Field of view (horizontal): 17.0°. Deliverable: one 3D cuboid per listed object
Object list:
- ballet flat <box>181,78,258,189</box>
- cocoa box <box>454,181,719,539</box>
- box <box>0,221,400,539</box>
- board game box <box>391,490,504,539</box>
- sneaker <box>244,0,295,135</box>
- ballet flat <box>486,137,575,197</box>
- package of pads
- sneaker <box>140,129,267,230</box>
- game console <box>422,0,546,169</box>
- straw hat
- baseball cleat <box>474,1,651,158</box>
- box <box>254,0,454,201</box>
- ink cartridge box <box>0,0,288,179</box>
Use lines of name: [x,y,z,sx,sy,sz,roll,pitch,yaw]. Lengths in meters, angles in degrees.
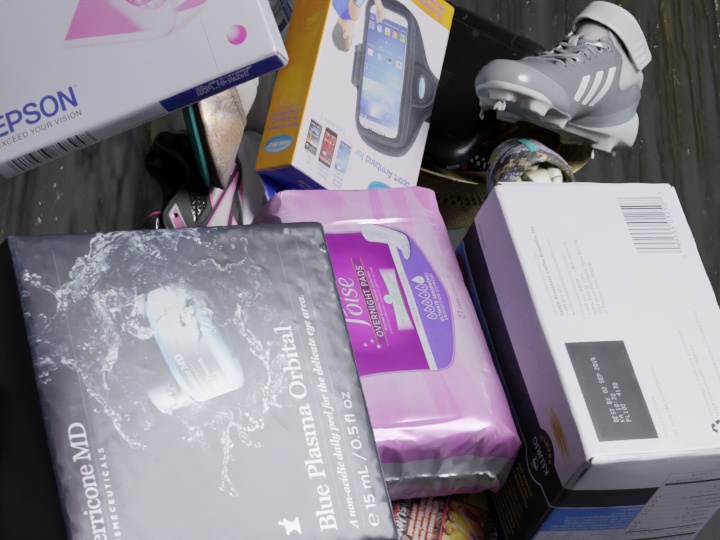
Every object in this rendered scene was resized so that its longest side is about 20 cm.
ballet flat: [-0.097,-0.154,1.538,0.067,0.068,0.202,-18,85,-5]
cocoa box: [0.141,0.063,1.486,0.132,0.132,0.201,-1,55,-24]
box: [-0.106,0.087,1.345,0.198,0.117,0.198,-4,68,-29]
board game box: [0.033,0.144,1.525,0.199,0.097,0.160,23,48,-10]
sneaker: [-0.046,-0.178,1.661,0.075,0.088,0.201,58,46,-44]
ballet flat: [0.131,0.009,1.635,0.072,0.072,0.202,-23,102,-51]
package of pads: [0.011,0.046,1.468,0.120,0.076,0.201,-2,55,-24]
sneaker: [-0.103,-0.005,1.557,0.086,0.080,0.201,10,50,-29]
game console: [0.038,-0.149,1.749,0.199,0.117,0.176,29,64,21]
straw hat: [0.064,-0.078,1.749,0.199,0.086,0.202,11,33,-7]
baseball cleat: [0.139,-0.141,1.653,0.200,0.069,0.107,17,85,-63]
box: [-0.004,-0.112,1.597,0.119,0.041,0.202,31,61,-42]
ink cartridge box: [-0.168,-0.185,1.501,0.043,0.195,0.201,39,30,-77]
